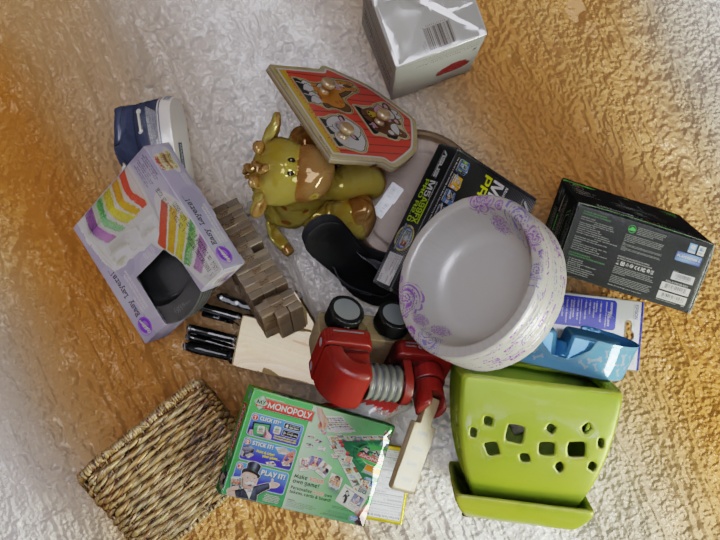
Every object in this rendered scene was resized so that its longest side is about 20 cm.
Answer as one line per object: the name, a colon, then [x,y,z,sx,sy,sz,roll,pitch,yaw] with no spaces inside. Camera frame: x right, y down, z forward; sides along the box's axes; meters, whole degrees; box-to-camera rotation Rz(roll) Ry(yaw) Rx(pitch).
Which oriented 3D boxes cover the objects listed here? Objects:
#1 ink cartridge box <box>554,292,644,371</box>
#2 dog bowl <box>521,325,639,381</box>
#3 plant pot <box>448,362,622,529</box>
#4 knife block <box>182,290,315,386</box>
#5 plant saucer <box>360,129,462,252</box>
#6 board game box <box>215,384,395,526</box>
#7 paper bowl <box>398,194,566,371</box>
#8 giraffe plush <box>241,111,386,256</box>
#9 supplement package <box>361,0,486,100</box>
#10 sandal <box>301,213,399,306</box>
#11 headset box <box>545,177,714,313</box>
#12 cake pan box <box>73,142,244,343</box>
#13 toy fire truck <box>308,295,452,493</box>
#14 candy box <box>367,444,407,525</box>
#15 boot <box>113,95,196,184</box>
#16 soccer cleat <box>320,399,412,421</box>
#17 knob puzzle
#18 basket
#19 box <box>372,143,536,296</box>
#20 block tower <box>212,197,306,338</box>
ink cartridge box: [0.274,0.078,1.412,0.198,0.037,0.095,6,84,3]
dog bowl: [0.251,0.094,1.344,0.198,0.111,0.050,12,97,1]
plant pot: [0.206,0.215,1.336,0.198,0.199,0.183,7,94,1]
knife block: [-0.134,0.111,1.403,0.175,0.064,0.201,-32,89,0]
plant saucer: [0.071,-0.091,1.424,0.198,0.029,0.202,0,89,1]
board game box: [-0.066,0.232,1.318,0.199,0.029,0.136,19,87,-23]
paper bowl: [0.152,0.020,1.257,0.200,0.104,0.202,-17,61,33]
giraffe plush: [-0.078,-0.121,1.342,0.199,0.162,0.174,-20,74,8]
supplement package: [0.076,-0.309,1.343,0.120,0.200,0.121,-20,88,-1]
sandal: [-0.001,0.000,1.364,0.076,0.043,0.200,-43,132,17]
headset box: [0.331,-0.037,1.341,0.173,0.200,0.093,17,104,1]
cake pan box: [-0.261,-0.030,1.360,0.184,0.052,0.201,-39,80,35]
toy fire truck: [0.028,0.153,1.298,0.175,0.129,0.201,7,45,-17]
candy box: [-0.033,0.272,1.416,0.198,0.026,0.103,10,89,1]
boot: [-0.275,-0.127,1.415,0.090,0.073,0.202,-6,87,16]
soccer cleat: [-0.025,0.207,1.384,0.198,0.069,0.086,-8,82,-16]
knob puzzle: [0.000,-0.205,1.361,0.219,0.220,0.031,35,124,1]
basket: [-0.242,0.249,1.356,0.200,0.143,0.149,-40,93,-12]
box: [0.125,-0.040,1.373,0.160,0.044,0.201,28,88,-35]
block tower: [-0.141,-0.005,1.363,0.054,0.058,0.200,-26,59,-14]
